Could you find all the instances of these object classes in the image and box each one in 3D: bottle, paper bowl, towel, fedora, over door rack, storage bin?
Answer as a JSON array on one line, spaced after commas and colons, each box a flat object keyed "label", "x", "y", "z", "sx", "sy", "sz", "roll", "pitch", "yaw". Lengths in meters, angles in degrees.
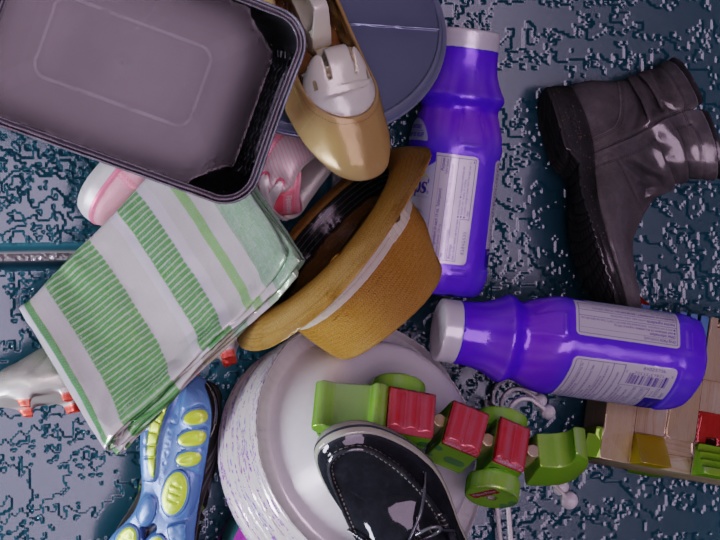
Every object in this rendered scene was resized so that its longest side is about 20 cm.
[{"label": "bottle", "x": 0.153, "y": 0.057, "z": 1.561, "sx": 0.200, "sy": 0.084, "sz": 0.065, "roll": 8, "pitch": 62, "yaw": -11}, {"label": "paper bowl", "x": 0.004, "y": 0.133, "z": 1.547, "sx": 0.200, "sy": 0.104, "sz": 0.201, "roll": 16, "pitch": 60, "yaw": -29}, {"label": "towel", "x": -0.143, "y": 0.011, "z": 1.485, "sx": 0.200, "sy": 0.023, "sz": 0.153, "roll": -45, "pitch": 59, "yaw": 14}, {"label": "fedora", "x": 0.000, "y": 0.000, "z": 1.497, "sx": 0.082, "sy": 0.201, "sz": 0.201, "roll": 44, "pitch": 84, "yaw": -16}, {"label": "bottle", "x": 0.070, "y": -0.082, "z": 1.592, "sx": 0.065, "sy": 0.084, "sz": 0.200, "roll": 6, "pitch": 94, "yaw": -16}, {"label": "over door rack", "x": 0.122, "y": 0.189, "z": 1.600, "sx": 0.066, "sy": 0.148, "sz": 0.200, "roll": 6, "pitch": 93, "yaw": -1}, {"label": "storage bin", "x": -0.152, "y": -0.137, "z": 1.394, "sx": 0.200, "sy": 0.094, "sz": 0.135, "roll": 20, "pitch": 93, "yaw": -14}]

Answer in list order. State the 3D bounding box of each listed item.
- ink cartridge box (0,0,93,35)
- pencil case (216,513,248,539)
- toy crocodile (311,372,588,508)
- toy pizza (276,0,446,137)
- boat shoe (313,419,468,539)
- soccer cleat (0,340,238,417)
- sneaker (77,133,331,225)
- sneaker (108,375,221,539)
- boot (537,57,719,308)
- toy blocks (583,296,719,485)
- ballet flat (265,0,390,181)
[{"label": "ink cartridge box", "x": -0.297, "y": -0.233, "z": 1.472, "sx": 0.200, "sy": 0.147, "sz": 0.146, "roll": -4, "pitch": 96, "yaw": -13}, {"label": "pencil case", "x": -0.022, "y": 0.243, "z": 1.598, "sx": 0.200, "sy": 0.092, "sz": 0.085, "roll": 36, "pitch": 105, "yaw": -14}, {"label": "toy crocodile", "x": 0.062, "y": 0.115, "z": 1.475, "sx": 0.200, "sy": 0.062, "sz": 0.068, "roll": 17, "pitch": 61, "yaw": -11}, {"label": "toy pizza", "x": -0.036, "y": -0.176, "z": 1.556, "sx": 0.200, "sy": 0.032, "sz": 0.201, "roll": 3, "pitch": 59, "yaw": -6}, {"label": "boat shoe", "x": 0.033, "y": 0.183, "z": 1.446, "sx": 0.075, "sy": 0.062, "sz": 0.200, "roll": -23, "pitch": 119, "yaw": 15}, {"label": "soccer cleat", "x": -0.184, "y": 0.054, "z": 1.567, "sx": 0.200, "sy": 0.069, "sz": 0.078, "roll": -15, "pitch": 77, "yaw": -10}, {"label": "sneaker", "x": -0.103, "y": -0.070, "z": 1.549, "sx": 0.200, "sy": 0.075, "sz": 0.105, "roll": -31, "pitch": 70, "yaw": -12}, {"label": "sneaker", "x": -0.139, "y": 0.172, "z": 1.576, "sx": 0.071, "sy": 0.083, "sz": 0.200, "roll": 19, "pitch": 105, "yaw": 15}, {"label": "boot", "x": 0.224, "y": -0.064, "z": 1.626, "sx": 0.131, "sy": 0.070, "sz": 0.200, "roll": -11, "pitch": 82, "yaw": -12}, {"label": "toy blocks", "x": 0.260, "y": 0.095, "z": 1.662, "sx": 0.200, "sy": 0.100, "sz": 0.137, "roll": 11, "pitch": 80, "yaw": -12}, {"label": "ballet flat", "x": -0.031, "y": -0.155, "z": 1.489, "sx": 0.069, "sy": 0.063, "sz": 0.200, "roll": -16, "pitch": 63, "yaw": -18}]
